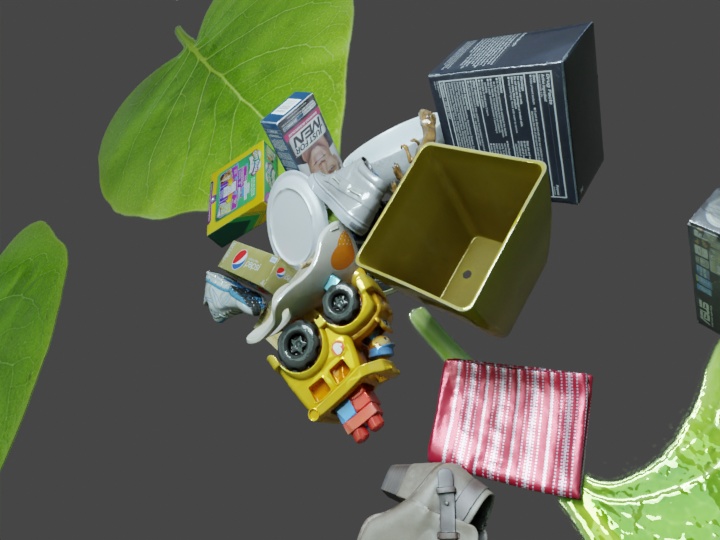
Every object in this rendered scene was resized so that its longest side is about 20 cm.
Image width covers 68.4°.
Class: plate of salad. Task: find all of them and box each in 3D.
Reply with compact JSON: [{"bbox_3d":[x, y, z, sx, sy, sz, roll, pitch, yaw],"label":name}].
[{"bbox_3d":[-0.116,-0.086,1.009,0.197,0.047,0.208,15,111,45],"label":"plate of salad"}]

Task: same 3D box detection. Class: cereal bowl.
[{"bbox_3d":[0.071,-0.193,0.933,0.195,0.085,0.201,-24,21,10],"label":"cereal bowl"}]

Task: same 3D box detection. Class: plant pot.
[{"bbox_3d":[0.148,-0.024,0.721,0.197,0.176,0.203,23,76,44],"label":"plant pot"}]

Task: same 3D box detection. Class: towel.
[{"bbox_3d":[0.181,0.188,0.666,0.195,0.022,0.149,-1,63,37],"label":"towel"}]

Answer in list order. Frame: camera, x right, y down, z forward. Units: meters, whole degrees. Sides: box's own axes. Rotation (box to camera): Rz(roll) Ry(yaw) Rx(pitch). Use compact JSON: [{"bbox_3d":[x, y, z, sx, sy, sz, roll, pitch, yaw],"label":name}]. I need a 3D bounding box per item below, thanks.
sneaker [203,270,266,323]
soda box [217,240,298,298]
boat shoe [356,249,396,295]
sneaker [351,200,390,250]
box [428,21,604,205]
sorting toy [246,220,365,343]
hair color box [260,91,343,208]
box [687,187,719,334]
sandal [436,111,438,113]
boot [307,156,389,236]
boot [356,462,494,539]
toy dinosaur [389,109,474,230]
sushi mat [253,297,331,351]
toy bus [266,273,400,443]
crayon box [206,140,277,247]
[{"bbox_3d":[-0.255,0.069,1.056,0.197,0.074,0.089,21,92,48],"label":"sneaker"},{"bbox_3d":[-0.199,0.000,1.037,0.197,0.068,0.065,19,73,50],"label":"soda box"},{"bbox_3d":[0.000,0.000,0.897,0.195,0.065,0.075,-8,55,33],"label":"boat shoe"},{"bbox_3d":[0.060,-0.097,0.881,0.196,0.112,0.075,-28,49,19],"label":"sneaker"},{"bbox_3d":[0.227,-0.216,0.756,0.195,0.204,0.123,13,48,41],"label":"box"},{"bbox_3d":[-0.096,0.045,0.832,0.179,0.108,0.200,-34,-9,-46],"label":"sorting toy"},{"bbox_3d":[-0.098,-0.221,1.010,0.060,0.203,0.100,20,57,43],"label":"hair color box"},{"bbox_3d":[0.391,0.029,0.482,0.049,0.200,0.161,-44,45,-1],"label":"box"},{"bbox_3d":[0.215,-0.333,0.974,0.200,0.044,0.076,-47,37,23],"label":"sandal"},{"bbox_3d":[-0.017,-0.139,0.856,0.097,0.073,0.200,-54,39,10],"label":"boot"},{"bbox_3d":[0.074,0.327,0.625,0.143,0.070,0.205,5,66,37],"label":"boot"},{"bbox_3d":[0.101,-0.132,0.801,0.103,0.205,0.061,-6,28,25],"label":"toy dinosaur"},{"bbox_3d":[-0.120,0.106,0.957,0.198,0.012,0.097,31,85,46],"label":"sushi mat"},{"bbox_3d":[-0.009,0.138,0.778,0.199,0.136,0.193,-41,63,4],"label":"toy bus"},{"bbox_3d":[-0.272,-0.179,1.231,0.169,0.058,0.205,-25,50,21],"label":"crayon box"}]
